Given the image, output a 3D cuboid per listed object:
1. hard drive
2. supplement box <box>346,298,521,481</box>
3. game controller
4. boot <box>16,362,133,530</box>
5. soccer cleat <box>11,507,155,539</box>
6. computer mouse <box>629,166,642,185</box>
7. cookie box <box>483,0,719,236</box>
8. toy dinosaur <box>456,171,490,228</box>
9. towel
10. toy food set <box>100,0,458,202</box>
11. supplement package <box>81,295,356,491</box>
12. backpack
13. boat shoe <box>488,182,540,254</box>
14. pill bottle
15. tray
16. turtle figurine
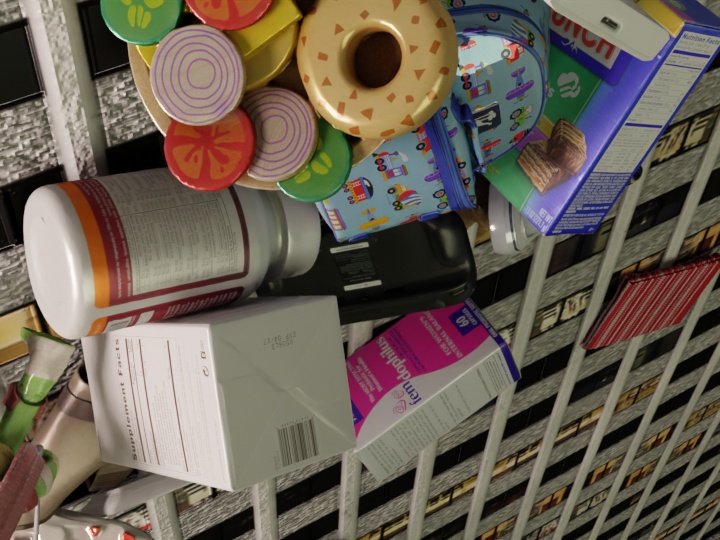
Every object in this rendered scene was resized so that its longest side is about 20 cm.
[{"bbox_3d":[0.102,-0.218,0.683,0.131,0.200,0.026,10,126,-49],"label":"hard drive"},{"bbox_3d":[0.062,0.123,1.159,0.199,0.101,0.103,-37,147,-2],"label":"supplement box"},{"bbox_3d":[0.000,0.000,0.922,0.198,0.042,0.105,-10,120,12],"label":"game controller"},{"bbox_3d":[-0.256,0.144,0.914,0.199,0.070,0.147,-10,137,-44],"label":"boot"},{"bbox_3d":[-0.254,0.253,0.964,0.078,0.198,0.070,98,10,-79],"label":"soccer cleat"},{"bbox_3d":[0.239,-0.088,1.131,0.199,0.034,0.059,-14,140,-33],"label":"computer mouse"},{"bbox_3d":[0.166,-0.158,0.849,0.075,0.171,0.201,-6,136,-43],"label":"cookie box"},{"bbox_3d":[0.079,-0.063,0.969,0.199,0.086,0.136,-33,141,-17],"label":"toy dinosaur"},{"bbox_3d":[0.408,0.042,1.467,0.199,0.023,0.145,-12,141,-32],"label":"towel"},{"bbox_3d":[-0.055,-0.142,0.649,0.197,0.201,0.049,-34,-178,11],"label":"toy food set"},{"bbox_3d":[-0.116,0.088,0.827,0.121,0.199,0.121,-12,96,-40],"label":"supplement package"},{"bbox_3d":[0.049,-0.128,0.759,0.198,0.135,0.183,-13,145,2],"label":"backpack"},{"bbox_3d":[0.165,-0.076,0.963,0.200,0.066,0.074,-57,139,-57],"label":"boat shoe"},{"bbox_3d":[-0.136,-0.022,0.780,0.199,0.110,0.110,-13,140,-33],"label":"pill bottle"},{"bbox_3d":[-0.183,0.205,1.056,0.199,0.022,0.107,-16,173,-37],"label":"tray"},{"bbox_3d":[-0.304,0.132,0.806,0.200,0.143,0.196,170,-62,-83],"label":"turtle figurine"}]
